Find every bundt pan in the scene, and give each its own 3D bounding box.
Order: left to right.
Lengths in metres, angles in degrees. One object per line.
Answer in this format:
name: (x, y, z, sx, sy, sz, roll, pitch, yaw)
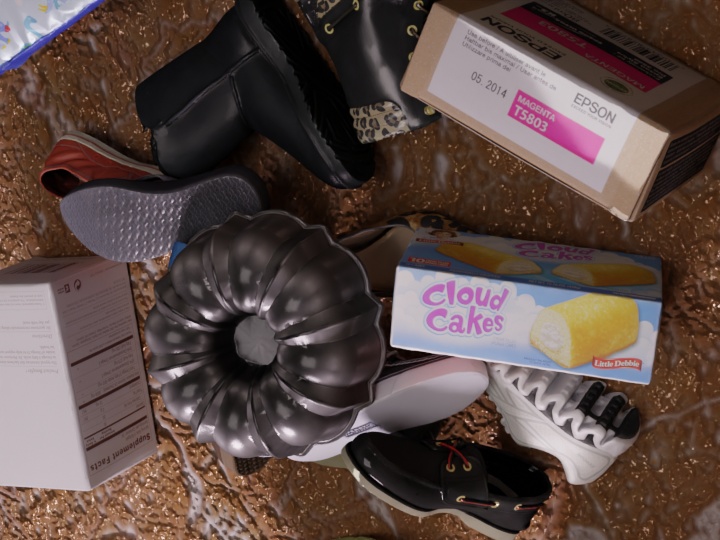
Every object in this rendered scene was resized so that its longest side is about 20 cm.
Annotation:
bundt pan: (-0.083, 0.057, 1.212, 0.199, 0.076, 0.205, 3, 100, 18)

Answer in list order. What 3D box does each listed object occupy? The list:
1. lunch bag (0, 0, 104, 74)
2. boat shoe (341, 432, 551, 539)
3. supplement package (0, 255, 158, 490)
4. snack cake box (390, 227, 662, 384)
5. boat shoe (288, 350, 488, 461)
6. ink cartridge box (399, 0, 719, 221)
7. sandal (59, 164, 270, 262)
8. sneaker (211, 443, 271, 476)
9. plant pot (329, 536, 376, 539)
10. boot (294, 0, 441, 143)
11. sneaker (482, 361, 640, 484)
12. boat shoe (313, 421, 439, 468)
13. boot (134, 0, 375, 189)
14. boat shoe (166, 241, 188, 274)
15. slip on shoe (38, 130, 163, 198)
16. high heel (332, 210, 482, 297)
lunch bag: (-0.307, -0.297, 1.378, 0.169, 0.127, 0.202, -27, 81, 33)
boat shoe: (0.071, 0.163, 1.259, 0.063, 0.200, 0.074, -50, 39, 22)
supplement package: (-0.285, 0.096, 1.485, 0.116, 0.117, 0.203, -1, 103, 29)
snack cake box: (0.129, 0.024, 1.190, 0.197, 0.115, 0.068, 7, 109, 8)
boat shoe: (0.015, 0.096, 1.277, 0.199, 0.071, 0.069, -26, 54, 32)
ink cartridge box: (0.155, -0.131, 1.133, 0.199, 0.164, 0.076, 32, 118, 18)
sandal: (-0.166, -0.052, 1.345, 0.198, 0.043, 0.077, -4, 119, 21)
sneaker: (-0.118, 0.095, 1.346, 0.075, 0.070, 0.202, 42, 146, 34)
plant pot: (-0.020, 0.375, 1.389, 0.198, 0.200, 0.191, -18, 108, 33)
boot: (0.050, -0.198, 1.234, 0.202, 0.073, 0.155, -16, 100, 32)
sneaker: (0.130, 0.097, 1.273, 0.199, 0.075, 0.082, 40, 129, 15)
boat shoe: (-0.017, 0.133, 1.376, 0.200, 0.063, 0.074, 12, 141, 40)
boot: (-0.095, -0.119, 1.333, 0.168, 0.076, 0.201, -38, 79, 30)
boat shoe: (-0.143, 0.040, 1.374, 0.068, 0.200, 0.085, 11, 73, -6)
slip on shoe: (-0.212, -0.064, 1.415, 0.198, 0.061, 0.075, 25, 147, 25)
high heel: (0.000, 0.000, 1.274, 0.198, 0.142, 0.072, -3, 102, 31)
